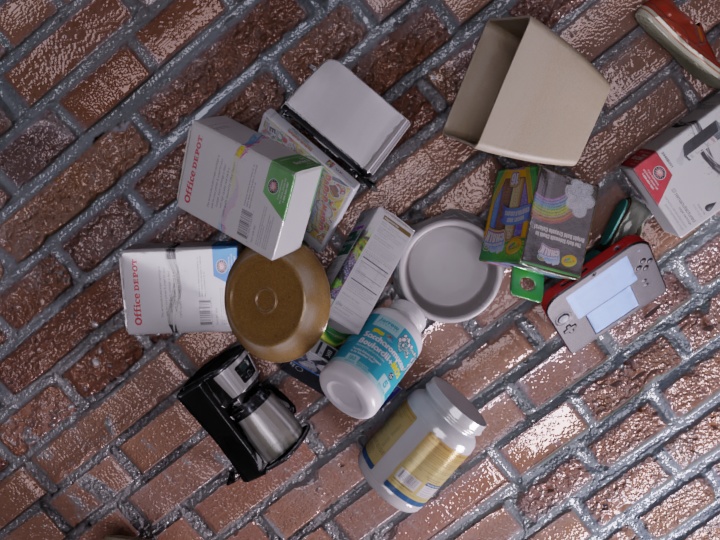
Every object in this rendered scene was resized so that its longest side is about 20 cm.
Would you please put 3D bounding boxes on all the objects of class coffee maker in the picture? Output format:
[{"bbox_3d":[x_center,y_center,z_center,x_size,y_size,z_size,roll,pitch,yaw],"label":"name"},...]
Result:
[{"bbox_3d":[-0.219,0.255,1.427,0.192,0.135,0.201,-36,97,8],"label":"coffee maker"}]

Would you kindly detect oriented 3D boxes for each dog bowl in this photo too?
[{"bbox_3d":[0.151,-0.003,1.409,0.198,0.059,0.202,0,101,1],"label":"dog bowl"}]

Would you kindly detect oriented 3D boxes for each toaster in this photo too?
[{"bbox_3d":[-0.018,-0.234,1.306,0.200,0.181,0.119,39,98,-6],"label":"toaster"}]

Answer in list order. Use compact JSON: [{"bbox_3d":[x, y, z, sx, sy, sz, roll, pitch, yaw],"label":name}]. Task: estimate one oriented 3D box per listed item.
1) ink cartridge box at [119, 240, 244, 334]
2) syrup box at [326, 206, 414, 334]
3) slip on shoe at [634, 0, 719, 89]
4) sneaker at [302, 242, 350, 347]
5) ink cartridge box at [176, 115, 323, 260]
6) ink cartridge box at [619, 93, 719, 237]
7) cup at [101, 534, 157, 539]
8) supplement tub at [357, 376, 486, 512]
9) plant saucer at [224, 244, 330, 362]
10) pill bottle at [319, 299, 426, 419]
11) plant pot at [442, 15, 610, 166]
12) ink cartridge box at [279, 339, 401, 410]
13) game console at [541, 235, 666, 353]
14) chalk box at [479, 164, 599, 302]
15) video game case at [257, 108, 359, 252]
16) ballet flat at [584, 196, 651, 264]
[{"bbox_3d":[-0.297,0.027,1.410,0.198,0.084,0.146,-2,100,0],"label":"ink cartridge box"},{"bbox_3d":[0.000,0.000,1.361,0.081,0.079,0.201,33,76,-18],"label":"syrup box"},{"bbox_3d":[0.532,-0.367,1.329,0.200,0.074,0.061,43,96,-2],"label":"slip on shoe"},{"bbox_3d":[-0.067,0.034,1.418,0.083,0.074,0.201,-25,109,-4],"label":"sneaker"},{"bbox_3d":[-0.173,-0.129,1.263,0.199,0.087,0.146,28,117,20],"label":"ink cartridge box"},{"bbox_3d":[0.555,-0.173,1.355,0.199,0.084,0.145,-37,97,7],"label":"ink cartridge box"},{"bbox_3d":[-0.417,0.551,1.474,0.198,0.200,0.145,7,75,0],"label":"cup"},{"bbox_3d":[0.106,0.297,1.423,0.144,0.145,0.200,40,99,-6],"label":"supplement tub"},{"bbox_3d":[-0.142,0.047,1.310,0.199,0.035,0.202,1,91,25],"label":"plant saucer"},{"bbox_3d":[0.029,0.137,1.359,0.111,0.111,0.200,46,56,-7],"label":"pill bottle"},{"bbox_3d":[0.267,-0.265,1.297,0.176,0.200,0.201,20,101,-14],"label":"plant pot"},{"bbox_3d":[-0.036,0.187,1.433,0.199,0.039,0.100,30,140,-4],"label":"ink cartridge box"},{"bbox_3d":[0.409,0.043,1.384,0.199,0.031,0.177,-35,131,7],"label":"game console"},{"bbox_3d":[0.280,-0.054,1.330,0.123,0.124,0.202,15,88,-24],"label":"chalk box"},{"bbox_3d":[-0.102,-0.137,1.322,0.182,0.200,0.023,40,56,4],"label":"video game case"},{"bbox_3d":[0.422,-0.027,1.396,0.063,0.067,0.201,30,100,-9],"label":"ballet flat"}]
